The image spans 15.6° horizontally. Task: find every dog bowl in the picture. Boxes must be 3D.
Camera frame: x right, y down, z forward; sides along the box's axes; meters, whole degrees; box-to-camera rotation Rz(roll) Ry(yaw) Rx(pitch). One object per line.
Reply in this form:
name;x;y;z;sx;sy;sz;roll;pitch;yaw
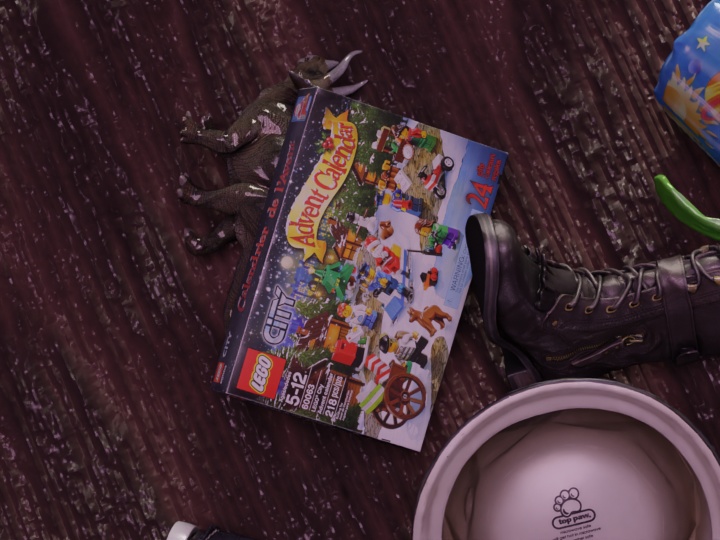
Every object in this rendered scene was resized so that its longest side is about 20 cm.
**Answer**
dog bowl;0.130;0.159;1.614;0.200;0.074;0.200;0;98;0

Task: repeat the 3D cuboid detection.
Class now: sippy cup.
sippy cup;0.261;-0.108;1.646;0.130;0.140;0.178;38;41;19

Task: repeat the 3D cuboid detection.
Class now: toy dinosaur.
toy dinosaur;-0.062;-0.054;1.682;0.102;0.077;0.200;5;79;12

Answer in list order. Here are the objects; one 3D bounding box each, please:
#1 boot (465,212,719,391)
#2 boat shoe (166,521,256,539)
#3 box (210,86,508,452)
boot;0.162;0.009;1.609;0.174;0.200;0.069;-15;56;8
boat shoe;-0.108;0.258;1.637;0.060;0.076;0.200;9;83;11
box;0.000;0.000;1.654;0.136;0.038;0.200;18;86;-20
